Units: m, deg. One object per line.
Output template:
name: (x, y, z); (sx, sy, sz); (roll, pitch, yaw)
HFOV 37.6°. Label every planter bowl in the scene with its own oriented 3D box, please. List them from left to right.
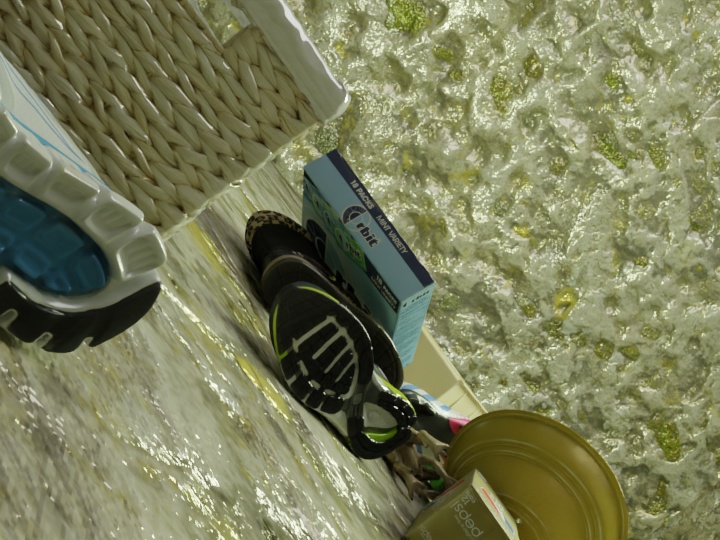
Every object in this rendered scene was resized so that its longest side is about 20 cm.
planter bowl: (0.151, 0.244, 1.027); (0.201, 0.200, 0.083); (53, 39, 4)

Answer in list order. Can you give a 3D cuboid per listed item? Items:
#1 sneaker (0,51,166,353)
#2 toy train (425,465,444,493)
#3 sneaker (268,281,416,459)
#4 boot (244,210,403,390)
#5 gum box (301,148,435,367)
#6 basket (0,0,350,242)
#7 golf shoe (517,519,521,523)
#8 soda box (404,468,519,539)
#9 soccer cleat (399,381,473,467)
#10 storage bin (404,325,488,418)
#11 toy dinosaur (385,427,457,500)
sneaker: (-0.142, -0.054, 0.336); (0.087, 0.075, 0.201); (45, -11, 40)
toy train: (0.093, 0.231, 1.189); (0.201, 0.042, 0.056); (54, 13, 6)
sneaker: (-0.025, 0.074, 0.839); (0.081, 0.074, 0.201); (46, -11, 44)
boot: (-0.040, 0.033, 1.047); (0.200, 0.073, 0.151); (46, 6, -31)
gum box: (0.000, 0.000, 1.081); (0.171, 0.044, 0.201); (55, -19, 20)
basket: (-0.126, -0.141, 0.688); (0.199, 0.160, 0.200); (53, 3, -9)
golf shoe: (0.176, 0.312, 1.229); (0.200, 0.078, 0.097); (43, -7, 42)
soda box: (0.087, 0.215, 0.881); (0.064, 0.067, 0.200); (54, 2, 10)
soccer cleat: (0.078, 0.169, 1.138); (0.200, 0.070, 0.086); (40, -4, -33)
storage bin: (0.103, 0.166, 1.726); (0.201, 0.093, 0.199); (54, 2, 31)
toy dinosaur: (0.036, 0.165, 1.005); (0.101, 0.058, 0.201); (33, -22, 48)
